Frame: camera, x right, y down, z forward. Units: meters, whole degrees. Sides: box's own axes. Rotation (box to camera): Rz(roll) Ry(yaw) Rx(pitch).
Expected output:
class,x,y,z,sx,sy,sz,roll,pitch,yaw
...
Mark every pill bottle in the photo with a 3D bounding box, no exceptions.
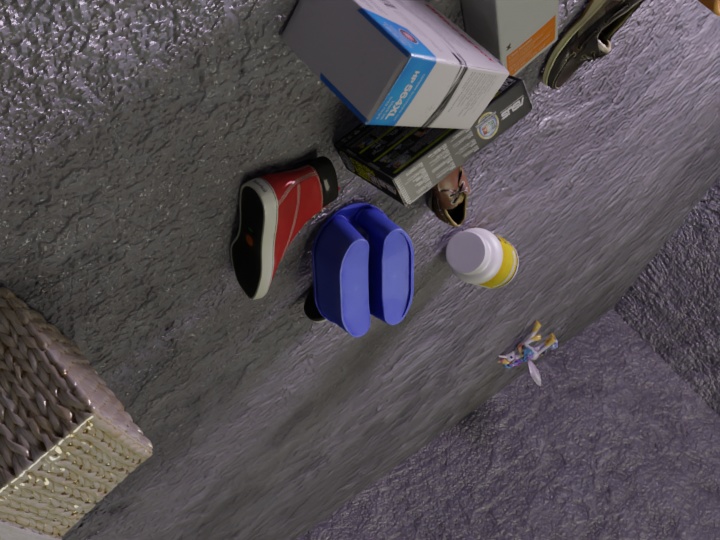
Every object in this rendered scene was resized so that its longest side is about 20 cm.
class,x,y,z,sx,sy,sz,roll,pitch,yaw
pill bottle,0.241,-0.025,1.560,0.111,0.111,0.200,-47,158,14

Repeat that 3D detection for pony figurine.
class,x,y,z,sx,sy,sz,roll,pitch,yaw
pony figurine,0.601,0.293,2.747,0.200,0.167,0.193,-44,126,15

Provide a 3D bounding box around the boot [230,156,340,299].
class,x,y,z,sx,sy,sz,roll,pitch,yaw
boot,-0.091,-0.054,1.013,0.144,0.072,0.201,-27,151,-36

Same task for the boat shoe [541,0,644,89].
class,x,y,z,sx,sy,sz,roll,pitch,yaw
boat shoe,0.355,-0.355,1.193,0.073,0.065,0.201,-20,151,-46

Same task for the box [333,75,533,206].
class,x,y,z,sx,sy,sz,roll,pitch,yaw
box,0.085,-0.176,0.954,0.200,0.160,0.044,-38,126,-10

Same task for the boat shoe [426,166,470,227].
class,x,y,z,sx,sy,sz,roll,pitch,yaw
boat shoe,0.146,-0.137,1.249,0.072,0.068,0.200,-37,157,-5

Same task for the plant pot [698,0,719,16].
class,x,y,z,sx,sy,sz,roll,pitch,yaw
plant pot,0.463,-0.467,1.003,0.200,0.183,0.201,-35,157,-17

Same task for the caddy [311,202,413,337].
class,x,y,z,sx,sy,sz,roll,pitch,yaw
caddy,0.000,0.000,1.170,0.141,0.105,0.201,-16,121,-28

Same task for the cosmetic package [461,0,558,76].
class,x,y,z,sx,sy,sz,roll,pitch,yaw
cosmetic package,0.184,-0.328,0.950,0.101,0.071,0.200,-40,158,-1

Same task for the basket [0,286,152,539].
class,x,y,z,sx,sy,sz,roll,pitch,yaw
basket,-0.351,0.154,0.801,0.161,0.198,0.200,-40,158,-13

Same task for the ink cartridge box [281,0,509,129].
class,x,y,z,sx,sy,sz,roll,pitch,yaw
ink cartridge box,0.041,-0.223,0.808,0.199,0.146,0.085,-9,141,-52

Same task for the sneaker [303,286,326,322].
class,x,y,z,sx,sy,sz,roll,pitch,yaw
sneaker,0.001,0.027,1.305,0.200,0.084,0.121,-41,149,-4
